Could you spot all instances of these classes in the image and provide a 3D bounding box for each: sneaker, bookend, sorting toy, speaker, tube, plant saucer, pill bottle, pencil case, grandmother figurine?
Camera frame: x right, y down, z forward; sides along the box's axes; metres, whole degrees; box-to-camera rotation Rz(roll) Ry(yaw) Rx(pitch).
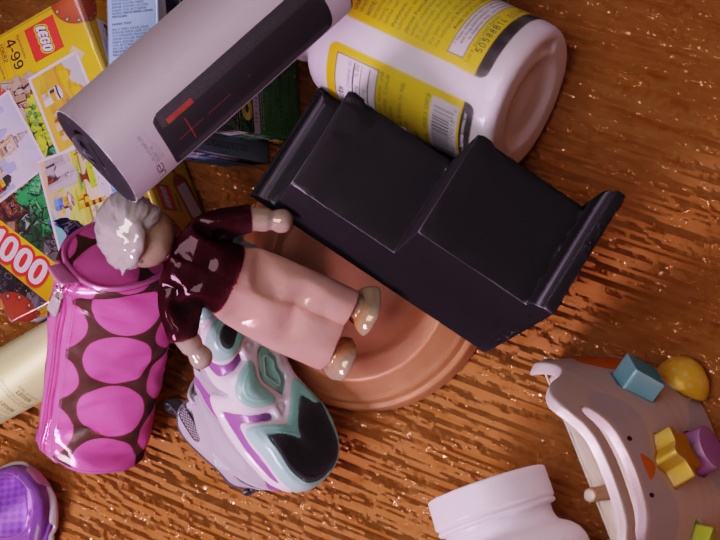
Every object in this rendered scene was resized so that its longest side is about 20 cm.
[{"bbox_3d":[-0.312,0.225,1.788,0.200,0.088,0.081,-45,71,14],"label":"sneaker"},{"bbox_3d":[0.044,-0.048,1.545,0.199,0.199,0.092,33,78,-2],"label":"bookend"},{"bbox_3d":[0.174,0.135,1.533,0.106,0.180,0.201,-25,79,20],"label":"sorting toy"},{"bbox_3d":[-0.103,-0.137,1.556,0.200,0.081,0.081,-42,71,-12],"label":"speaker"},{"bbox_3d":[-0.221,0.060,1.769,0.199,0.058,0.052,-28,86,21],"label":"tube"},{"bbox_3d":[-0.105,0.071,1.694,0.140,0.077,0.201,-19,92,52],"label":"sneaker"},{"bbox_3d":[0.000,0.000,1.690,0.199,0.037,0.202,-1,89,23],"label":"plant saucer"},{"bbox_3d":[0.115,0.238,1.590,0.112,0.112,0.201,-22,80,21],"label":"pill bottle"},{"bbox_3d":[0.033,-0.155,1.641,0.199,0.111,0.112,27,99,22],"label":"pill bottle"},{"bbox_3d":[-0.187,0.059,1.691,0.091,0.093,0.201,36,135,29],"label":"pencil case"},{"bbox_3d":[-0.090,0.008,1.597,0.199,0.061,0.122,28,85,-16],"label":"grandmother figurine"}]

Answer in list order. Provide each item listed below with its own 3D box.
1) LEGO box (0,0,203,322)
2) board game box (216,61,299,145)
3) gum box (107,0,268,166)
[{"bbox_3d":[-0.217,-0.080,1.764,0.148,0.077,0.201,-26,78,20],"label":"LEGO box"},{"bbox_3d":[-0.077,-0.194,1.694,0.023,0.105,0.202,-4,86,21],"label":"board game box"},{"bbox_3d":[-0.122,-0.180,1.677,0.044,0.170,0.202,-2,88,23],"label":"gum box"}]
